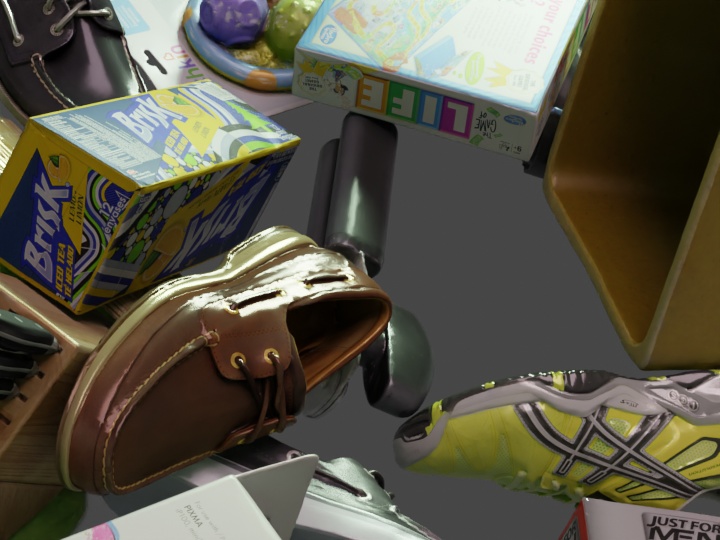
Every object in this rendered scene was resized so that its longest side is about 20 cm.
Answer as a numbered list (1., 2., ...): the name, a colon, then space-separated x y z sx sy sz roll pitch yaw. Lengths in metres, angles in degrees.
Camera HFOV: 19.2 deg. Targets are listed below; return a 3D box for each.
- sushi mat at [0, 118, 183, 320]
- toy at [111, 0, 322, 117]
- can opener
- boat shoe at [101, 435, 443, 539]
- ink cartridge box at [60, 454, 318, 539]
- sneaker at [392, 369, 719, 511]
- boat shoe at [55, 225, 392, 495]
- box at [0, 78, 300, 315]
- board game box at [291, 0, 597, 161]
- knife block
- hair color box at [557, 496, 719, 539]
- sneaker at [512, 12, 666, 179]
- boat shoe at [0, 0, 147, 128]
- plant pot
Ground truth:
1. sushi mat: -0.134 -0.015 1.043 0.200 0.012 0.096 41 15 19
2. toy: -0.038 -0.152 1.216 0.200 0.047 0.115 -17 55 -34
3. can opener: 0.000 0.000 1.089 0.066 0.053 0.200 23 41 -21
4. boat shoe: -0.019 0.112 0.966 0.200 0.070 0.066 20 45 9
5. ink cartridge box: -0.093 0.157 0.853 0.200 0.117 0.068 -19 56 -33
6. sneaker: 0.116 0.090 1.029 0.200 0.075 0.076 -2 78 -7
7. boat shoe: -0.056 0.040 0.935 0.068 0.072 0.200 20 33 25
8. box: -0.102 -0.040 1.015 0.064 0.070 0.200 33 19 11
9. board game box: 0.058 -0.150 1.181 0.134 0.034 0.200 16 45 10
10. knife block: -0.145 0.035 0.907 0.064 0.176 0.200 37 46 14
11. hair color box: 0.145 0.203 0.942 0.101 0.061 0.200 10 47 -12
12. sneaker: 0.111 -0.139 1.242 0.112 0.073 0.200 8 47 -16
13. boat shoe: -0.167 -0.138 1.142 0.073 0.063 0.200 -16 56 -32
14. plant pot: 0.233 -0.068 1.086 0.200 0.194 0.196 7 29 -15
